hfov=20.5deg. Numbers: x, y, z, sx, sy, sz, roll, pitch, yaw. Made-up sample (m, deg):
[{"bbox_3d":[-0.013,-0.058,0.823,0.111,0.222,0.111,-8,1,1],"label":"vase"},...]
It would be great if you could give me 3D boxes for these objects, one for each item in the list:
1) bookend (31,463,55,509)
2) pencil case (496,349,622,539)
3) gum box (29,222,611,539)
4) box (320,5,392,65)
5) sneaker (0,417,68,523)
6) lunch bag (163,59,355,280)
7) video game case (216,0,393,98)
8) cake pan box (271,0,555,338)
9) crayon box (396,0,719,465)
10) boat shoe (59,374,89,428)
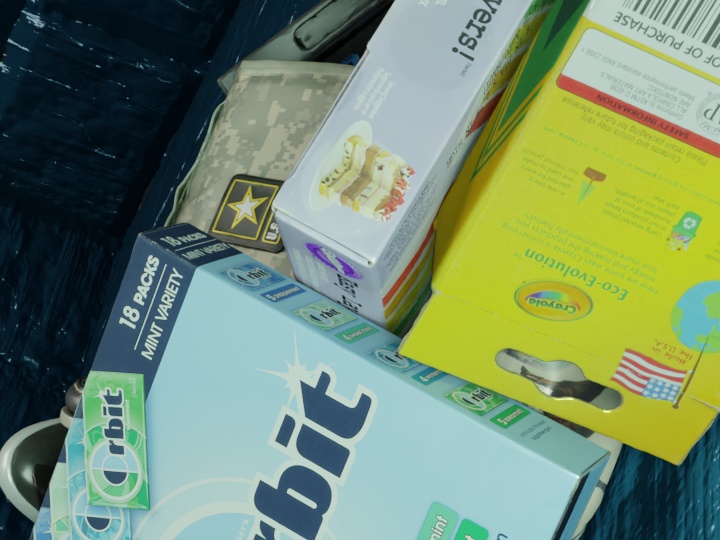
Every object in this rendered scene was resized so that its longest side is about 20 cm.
[{"bbox_3d":[-0.077,0.213,0.908,0.092,0.198,0.200,94,-172,-56],"label":"bookend"},{"bbox_3d":[0.081,0.024,0.842,0.200,0.089,0.078,-69,17,-6],"label":"pencil case"},{"bbox_3d":[-0.026,0.101,0.789,0.045,0.200,0.170,-20,-45,-64],"label":"gum box"},{"bbox_3d":[0.026,-0.132,1.192,0.200,0.050,0.198,-36,3,25],"label":"box"},{"bbox_3d":[-0.077,0.113,1.004,0.099,0.200,0.071,-22,52,60],"label":"sneaker"},{"bbox_3d":[0.000,0.000,0.964,0.118,0.200,0.164,114,176,-73],"label":"lunch bag"},{"bbox_3d":[0.000,-0.152,1.131,0.181,0.026,0.200,-37,5,1],"label":"video game case"},{"bbox_3d":[0.039,-0.068,0.825,0.200,0.052,0.184,-59,-9,-14],"label":"cake pan box"},{"bbox_3d":[0.109,-0.034,0.726,0.051,0.127,0.200,-85,21,-58],"label":"crayon box"},{"bbox_3d":[-0.061,0.043,1.030,0.073,0.200,0.063,27,121,58],"label":"boat shoe"}]
